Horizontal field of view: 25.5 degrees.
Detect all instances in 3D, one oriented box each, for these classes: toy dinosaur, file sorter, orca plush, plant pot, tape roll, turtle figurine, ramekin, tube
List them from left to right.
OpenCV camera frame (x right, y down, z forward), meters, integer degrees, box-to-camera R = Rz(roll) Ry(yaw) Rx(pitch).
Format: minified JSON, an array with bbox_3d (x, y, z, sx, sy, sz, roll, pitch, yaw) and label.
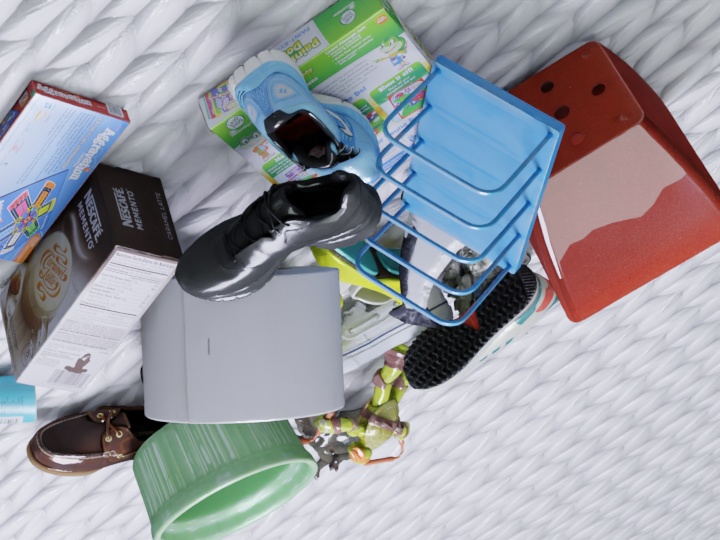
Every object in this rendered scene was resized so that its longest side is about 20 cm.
[{"bbox_3d":[-0.439,0.141,1.655,0.198,0.051,0.078,-4,136,-19],"label":"tube"},{"bbox_3d":[-0.156,0.219,1.765,0.199,0.098,0.200,-25,159,-10],"label":"ramekin"},{"bbox_3d":[-0.117,0.069,1.573,0.201,0.141,0.203,-2,-178,0],"label":"tape roll"},{"bbox_3d":[-0.018,0.201,1.950,0.199,0.077,0.102,11,139,-35],"label":"toy dinosaur"},{"bbox_3d":[0.016,0.164,1.870,0.199,0.064,0.162,15,101,-47],"label":"turtle figurine"},{"bbox_3d":[0.091,-0.039,1.682,0.104,0.071,0.202,8,98,5],"label":"orca plush"},{"bbox_3d":[0.085,-0.068,1.498,0.123,0.138,0.201,-47,160,-37],"label":"file sorter"},{"bbox_3d":[0.236,-0.108,1.612,0.199,0.201,0.176,-30,136,9],"label":"plant pot"}]

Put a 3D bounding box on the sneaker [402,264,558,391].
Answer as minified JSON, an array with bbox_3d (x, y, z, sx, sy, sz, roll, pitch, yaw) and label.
[{"bbox_3d":[0.140,0.074,1.771,0.200,0.071,0.093,-43,146,22],"label":"sneaker"}]

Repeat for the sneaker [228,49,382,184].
[{"bbox_3d":[-0.043,-0.115,1.443,0.078,0.090,0.200,-37,143,18],"label":"sneaker"}]

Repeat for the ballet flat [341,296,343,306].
[{"bbox_3d":[-0.096,0.081,1.767,0.200,0.067,0.067,-39,171,18],"label":"ballet flat"}]

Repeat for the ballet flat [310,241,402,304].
[{"bbox_3d":[0.000,0.000,1.696,0.067,0.067,0.199,-44,142,24],"label":"ballet flat"}]

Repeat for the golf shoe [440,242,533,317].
[{"bbox_3d":[0.148,-0.030,1.761,0.097,0.079,0.200,-19,154,-17],"label":"golf shoe"}]

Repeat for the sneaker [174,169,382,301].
[{"bbox_3d":[-0.081,-0.040,1.433,0.199,0.076,0.091,-27,159,3],"label":"sneaker"}]

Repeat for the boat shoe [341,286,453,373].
[{"bbox_3d":[0.006,0.068,1.804,0.199,0.067,0.074,-25,178,-11],"label":"boat shoe"}]

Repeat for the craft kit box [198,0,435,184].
[{"bbox_3d":[-0.021,-0.156,1.517,0.199,0.049,0.197,-33,147,11],"label":"craft kit box"}]

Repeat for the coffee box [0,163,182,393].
[{"bbox_3d":[-0.262,0.008,1.526,0.079,0.115,0.200,14,129,-38],"label":"coffee box"}]

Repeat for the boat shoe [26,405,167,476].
[{"bbox_3d":[-0.274,0.181,1.780,0.199,0.071,0.070,-5,148,-38],"label":"boat shoe"}]

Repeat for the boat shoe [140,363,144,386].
[{"bbox_3d":[-0.153,0.068,1.719,0.199,0.075,0.093,-33,180,-12],"label":"boat shoe"}]

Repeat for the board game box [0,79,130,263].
[{"bbox_3d":[-0.306,-0.086,1.459,0.102,0.020,0.200,16,129,-41],"label":"board game box"}]
